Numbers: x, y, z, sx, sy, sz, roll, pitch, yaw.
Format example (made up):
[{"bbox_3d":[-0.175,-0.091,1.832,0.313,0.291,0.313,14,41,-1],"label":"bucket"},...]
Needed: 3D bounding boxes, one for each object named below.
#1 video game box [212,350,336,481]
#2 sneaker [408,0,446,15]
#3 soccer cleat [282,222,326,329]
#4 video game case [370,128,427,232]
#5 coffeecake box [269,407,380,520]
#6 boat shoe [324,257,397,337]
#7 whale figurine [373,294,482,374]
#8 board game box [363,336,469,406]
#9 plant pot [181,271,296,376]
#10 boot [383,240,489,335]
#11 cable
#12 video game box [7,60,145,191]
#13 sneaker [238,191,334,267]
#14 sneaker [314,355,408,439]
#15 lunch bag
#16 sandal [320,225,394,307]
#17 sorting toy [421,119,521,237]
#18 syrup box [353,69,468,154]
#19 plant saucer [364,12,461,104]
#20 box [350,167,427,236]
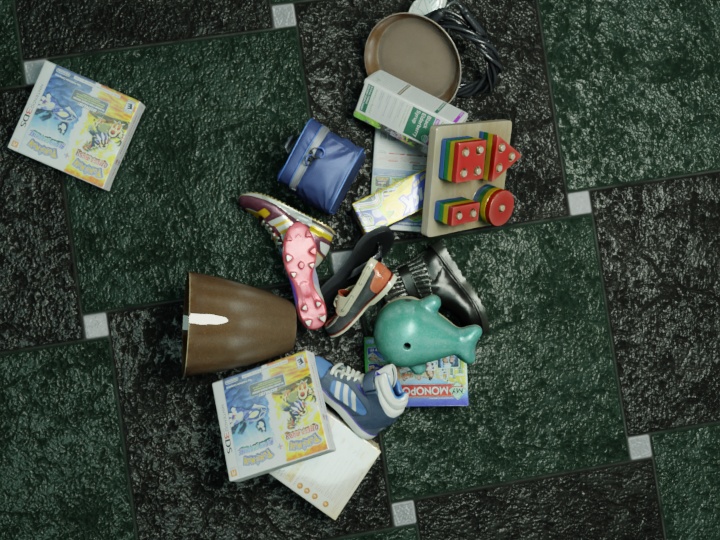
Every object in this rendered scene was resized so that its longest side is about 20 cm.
[{"bbox_3d":[-0.160,0.264,1.286,0.198,0.047,0.184,-20,71,11],"label":"video game box"},{"bbox_3d":[0.130,-0.519,1.396,0.079,0.070,0.203,4,88,-1],"label":"sneaker"},{"bbox_3d":[-0.107,0.012,1.326,0.066,0.076,0.203,-14,93,-13],"label":"soccer cleat"},{"bbox_3d":[0.092,-0.179,1.407,0.141,0.018,0.203,4,88,-4],"label":"video game case"},{"bbox_3d":[-0.086,0.344,1.350,0.199,0.073,0.154,36,86,-2],"label":"coffeecake box"},{"bbox_3d":[-0.013,0.053,1.328,0.062,0.071,0.200,38,127,-9],"label":"boat shoe"},{"bbox_3d":[0.121,0.125,1.296,0.197,0.104,0.161,13,108,1],"label":"whale figurine"},{"bbox_3d":[0.107,0.192,1.368,0.197,0.029,0.137,-3,87,10],"label":"board game box"},{"bbox_3d":[-0.224,0.100,1.312,0.197,0.187,0.190,3,88,-17],"label":"plant pot"},{"bbox_3d":[0.136,0.065,1.371,0.157,0.079,0.212,-33,86,-6],"label":"boot"},{"bbox_3d":[0.178,-0.403,1.358,0.162,0.051,0.200,-28,120,35],"label":"cable"},{"bbox_3d":[-0.542,-0.275,1.357,0.198,0.047,0.184,22,89,-2],"label":"video game box"},{"bbox_3d":[-0.152,-0.078,1.360,0.198,0.075,0.091,24,82,-1],"label":"sneaker"},{"bbox_3d":[0.001,0.201,1.324,0.200,0.080,0.147,47,114,12],"label":"sneaker"},{"bbox_3d":[-0.079,-0.192,1.306,0.131,0.200,0.137,29,92,1],"label":"lunch bag"},{"bbox_3d":[0.000,0.000,1.352,0.201,0.076,0.043,-50,53,16],"label":"sandal"},{"bbox_3d":[0.214,-0.167,1.309,0.197,0.069,0.203,-13,115,-35],"label":"sorting toy"},{"bbox_3d":[0.096,-0.296,1.351,0.199,0.082,0.079,29,126,9],"label":"syrup box"},{"bbox_3d":[0.102,-0.394,1.351,0.200,0.200,0.032,39,47,-1],"label":"plant saucer"},{"bbox_3d":[0.084,-0.136,1.364,0.198,0.064,0.071,-26,90,-5],"label":"box"}]
